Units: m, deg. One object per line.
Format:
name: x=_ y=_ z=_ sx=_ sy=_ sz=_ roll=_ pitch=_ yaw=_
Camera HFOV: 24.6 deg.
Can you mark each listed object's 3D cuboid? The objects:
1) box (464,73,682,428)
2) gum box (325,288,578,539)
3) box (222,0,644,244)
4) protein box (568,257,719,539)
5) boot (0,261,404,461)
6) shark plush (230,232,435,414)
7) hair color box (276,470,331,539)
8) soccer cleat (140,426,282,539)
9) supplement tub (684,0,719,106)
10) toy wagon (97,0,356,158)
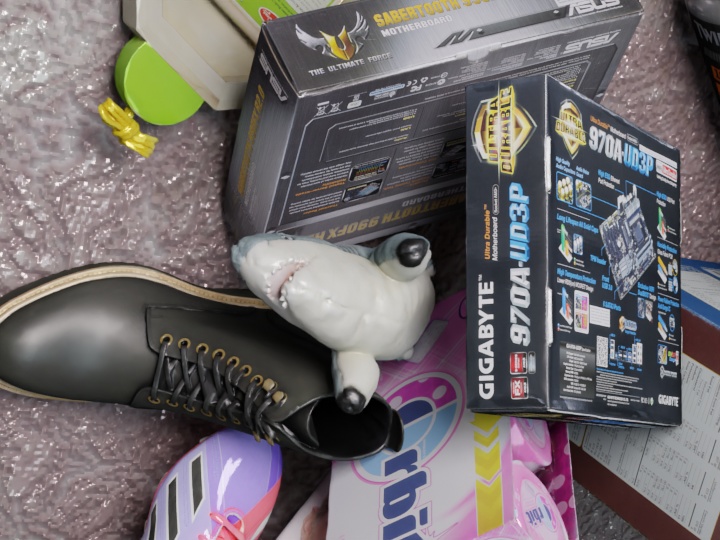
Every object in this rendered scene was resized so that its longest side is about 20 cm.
box: x=0.115 y=-0.001 z=0.853 sx=0.200 sy=0.046 sz=0.160 roll=13 pitch=76 yaw=-60
gum box: x=0.048 y=0.099 z=0.876 sx=0.113 sy=0.201 sz=0.066 roll=-29 pitch=122 yaw=23
box: x=0.034 y=-0.083 z=0.869 sx=0.199 sy=0.049 sz=0.159 roll=-16 pitch=153 yaw=-21
protein box: x=0.244 y=0.087 z=1.003 sx=0.197 sy=0.200 sz=0.136 roll=7 pitch=106 yaw=-29
boot: x=-0.086 y=0.053 z=0.854 sx=0.199 sy=0.138 sz=0.078 roll=-2 pitch=110 yaw=-26
shark plush: x=0.000 y=0.000 z=0.862 sx=0.083 sy=0.200 sz=0.091 roll=23 pitch=107 yaw=13
hair color box: x=-0.019 y=0.196 z=0.899 sx=0.200 sy=0.100 sz=0.061 roll=-48 pitch=165 yaw=-49
soccer cleat: x=-0.103 y=0.172 z=0.876 sx=0.067 sy=0.076 sz=0.200 roll=42 pitch=85 yaw=-26
supplement tub: x=0.265 y=-0.135 z=0.974 sx=0.122 sy=0.122 sz=0.201 roll=-34 pitch=120 yaw=-12
toy wagon: x=-0.063 y=-0.146 z=0.848 sx=0.200 sy=0.040 sz=0.155 roll=-47 pitch=123 yaw=-3
